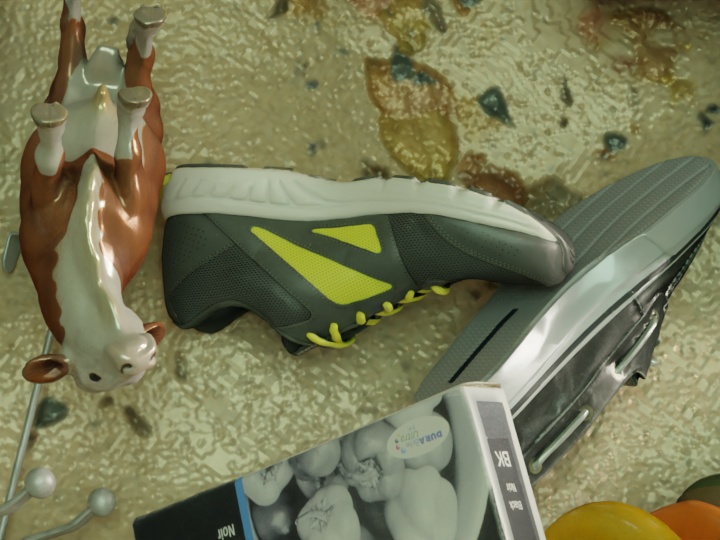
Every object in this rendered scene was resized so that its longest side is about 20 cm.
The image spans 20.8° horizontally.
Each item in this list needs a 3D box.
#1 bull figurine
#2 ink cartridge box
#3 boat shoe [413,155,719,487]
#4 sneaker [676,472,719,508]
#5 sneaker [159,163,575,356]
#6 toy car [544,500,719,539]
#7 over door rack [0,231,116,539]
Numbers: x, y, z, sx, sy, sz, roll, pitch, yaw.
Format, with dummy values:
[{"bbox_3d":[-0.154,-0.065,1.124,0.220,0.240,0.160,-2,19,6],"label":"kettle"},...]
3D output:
[{"bbox_3d":[-0.115,-0.041,0.855,0.065,0.122,0.200,2,38,-10],"label":"bull figurine"},{"bbox_3d":[0.002,0.171,0.816,0.198,0.043,0.200,-26,73,34],"label":"ink cartridge box"},{"bbox_3d":[0.105,0.026,0.914,0.200,0.072,0.071,-42,115,-23],"label":"boat shoe"},{"bbox_3d":[0.241,0.084,0.912,0.200,0.067,0.090,-3,63,-1],"label":"sneaker"},{"bbox_3d":[0.000,0.000,0.904,0.200,0.074,0.085,5,87,19],"label":"sneaker"},{"bbox_3d":[0.132,0.195,0.836,0.150,0.175,0.200,-1,89,-46],"label":"toy car"},{"bbox_3d":[-0.159,0.064,0.838,0.067,0.148,0.200,-2,76,16],"label":"over door rack"}]
